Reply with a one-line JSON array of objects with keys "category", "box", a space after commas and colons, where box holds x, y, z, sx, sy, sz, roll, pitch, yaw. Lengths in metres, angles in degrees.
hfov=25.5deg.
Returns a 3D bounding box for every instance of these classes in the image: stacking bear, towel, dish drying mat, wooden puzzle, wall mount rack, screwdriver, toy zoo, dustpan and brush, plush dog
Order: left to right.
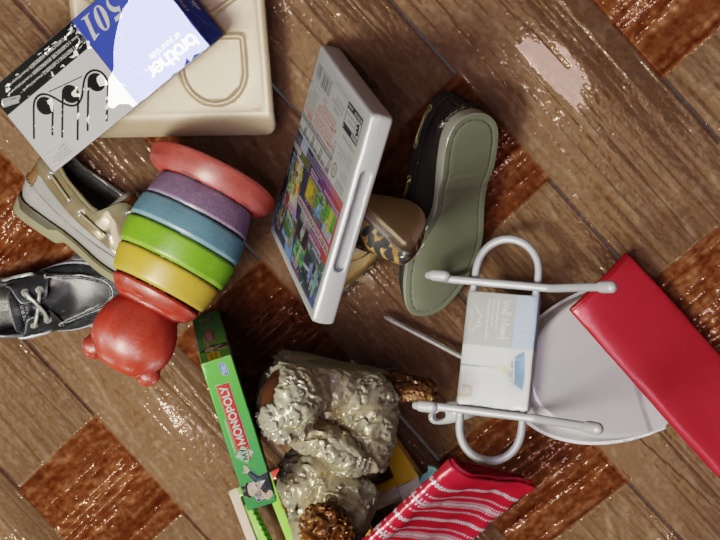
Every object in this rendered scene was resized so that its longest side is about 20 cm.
[{"category": "stacking bear", "box": [-0.169, -0.001, 1.397, 0.121, 0.114, 0.201, 27, 83, -9]}, {"category": "wooden puzzle", "box": [-0.168, -0.219, 1.423, 0.184, 0.046, 0.201, 0, 110, 15]}, {"category": "plush dog", "box": [-0.022, 0.170, 1.413, 0.159, 0.200, 0.173, 9, 91, -4]}, {"category": "toy zoo", "box": [-0.014, 0.227, 1.490, 0.199, 0.020, 0.132, -27, 75, 13]}, {"category": "towel", "box": [0.051, 0.239, 1.391, 0.200, 0.144, 0.023, -45, 58, 16]}, {"category": "screwdriver", "box": [0.108, 0.091, 1.446, 0.199, 0.028, 0.029, 23, 82, 4]}, {"category": "wall mount rack", "box": [0.135, 0.068, 1.345, 0.173, 0.074, 0.201, 4, 86, 23]}, {"category": "dustpan and brush", "box": [0.158, 0.102, 1.408, 0.199, 0.057, 0.140, -16, 88, -9]}, {"category": "dish drying mat", "box": [0.272, 0.083, 1.387, 0.077, 0.018, 0.200, -44, 96, -16]}]

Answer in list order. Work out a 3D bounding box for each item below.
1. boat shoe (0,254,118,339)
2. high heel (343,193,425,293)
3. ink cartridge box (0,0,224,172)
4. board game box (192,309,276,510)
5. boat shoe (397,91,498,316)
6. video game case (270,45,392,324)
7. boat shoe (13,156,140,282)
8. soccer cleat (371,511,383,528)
[{"category": "boat shoe", "box": [-0.312, 0.031, 1.518, 0.199, 0.068, 0.072, -5, 105, 16]}, {"category": "high heel", "box": [0.000, 0.000, 1.370, 0.071, 0.200, 0.143, 11, 108, -19]}, {"category": "ink cartridge box", "box": [-0.226, -0.182, 1.403, 0.200, 0.044, 0.094, -34, 100, 23]}, {"category": "board game box", "box": [-0.115, 0.120, 1.425, 0.029, 0.200, 0.135, -18, 101, -5]}, {"category": "boat shoe", "box": [0.070, -0.058, 1.399, 0.071, 0.061, 0.202, -2, 121, -30]}, {"category": "video game case", "box": [-0.028, -0.078, 1.351, 0.023, 0.200, 0.183, 10, 111, -18]}, {"category": "boat shoe", "box": [-0.225, -0.040, 1.472, 0.199, 0.075, 0.069, 29, 112, 3]}, {"category": "soccer cleat", "box": [-0.042, 0.310, 1.538, 0.068, 0.073, 0.200, 39, 94, 20]}]
